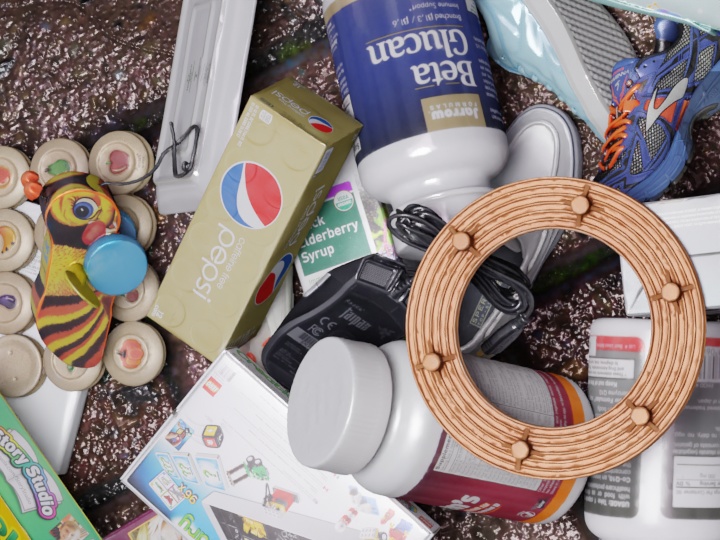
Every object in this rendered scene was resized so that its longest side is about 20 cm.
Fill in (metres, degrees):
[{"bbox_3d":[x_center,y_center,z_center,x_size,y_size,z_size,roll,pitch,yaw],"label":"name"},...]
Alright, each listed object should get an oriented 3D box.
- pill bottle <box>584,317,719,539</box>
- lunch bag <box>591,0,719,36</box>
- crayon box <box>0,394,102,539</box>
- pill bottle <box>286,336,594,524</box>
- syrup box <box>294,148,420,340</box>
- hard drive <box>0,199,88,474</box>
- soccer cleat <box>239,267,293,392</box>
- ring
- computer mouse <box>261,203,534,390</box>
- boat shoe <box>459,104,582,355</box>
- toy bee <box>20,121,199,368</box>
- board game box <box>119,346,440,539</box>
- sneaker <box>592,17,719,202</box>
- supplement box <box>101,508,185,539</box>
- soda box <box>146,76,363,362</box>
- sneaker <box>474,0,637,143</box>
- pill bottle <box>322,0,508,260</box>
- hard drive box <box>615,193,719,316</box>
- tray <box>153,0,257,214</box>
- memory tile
[{"bbox_3d":[0.217,0.135,1.632,0.114,0.114,0.201,2,89,16],"label":"pill bottle"},{"bbox_3d":[0.224,-0.273,1.627,0.170,0.122,0.200,16,78,16],"label":"lunch bag"},{"bbox_3d":[-0.284,0.196,1.753,0.200,0.058,0.173,53,141,12],"label":"crayon box"},{"bbox_3d":[0.056,0.109,1.596,0.110,0.200,0.110,-32,52,52],"label":"pill bottle"},{"bbox_3d":[0.000,0.000,1.715,0.079,0.081,0.200,-18,85,13],"label":"syrup box"},{"bbox_3d":[-0.269,0.047,1.819,0.132,0.027,0.200,16,92,15],"label":"hard drive"},{"bbox_3d":[-0.077,0.033,1.747,0.069,0.078,0.201,2,108,21],"label":"soccer cleat"},{"bbox_3d":[0.126,0.037,1.502,0.200,0.019,0.201,-1,88,15],"label":"ring"},{"bbox_3d":[0.031,0.032,1.635,0.140,0.046,0.200,30,127,-21],"label":"computer mouse"},{"bbox_3d":[0.110,-0.027,1.693,0.073,0.065,0.200,16,92,16],"label":"boat shoe"},{"bbox_3d":[-0.213,-0.031,1.715,0.108,0.131,0.200,18,88,-22],"label":"toy bee"},{"bbox_3d":[-0.058,0.167,1.639,0.200,0.035,0.126,41,100,8],"label":"board game box"},{"bbox_3d":[0.200,-0.110,1.627,0.078,0.075,0.200,42,61,-11],"label":"sneaker"},{"bbox_3d":[-0.070,0.204,1.716,0.200,0.103,0.131,-31,83,12],"label":"supplement box"},{"bbox_3d":[-0.077,-0.035,1.640,0.068,0.064,0.200,34,118,11],"label":"soda box"},{"bbox_3d":[0.141,-0.166,1.698,0.082,0.074,0.200,-35,84,44],"label":"sneaker"},{"bbox_3d":[0.045,-0.114,1.649,0.111,0.111,0.200,-16,76,15],"label":"pill bottle"},{"bbox_3d":[0.270,-0.012,1.578,0.155,0.200,0.077,-6,87,16],"label":"hard drive box"},{"bbox_3d":[-0.121,-0.144,1.739,0.107,0.022,0.201,-2,77,58],"label":"tray"},{"bbox_3d":[-0.229,-0.004,1.787,0.153,0.017,0.201,-5,87,15],"label":"memory tile"}]
